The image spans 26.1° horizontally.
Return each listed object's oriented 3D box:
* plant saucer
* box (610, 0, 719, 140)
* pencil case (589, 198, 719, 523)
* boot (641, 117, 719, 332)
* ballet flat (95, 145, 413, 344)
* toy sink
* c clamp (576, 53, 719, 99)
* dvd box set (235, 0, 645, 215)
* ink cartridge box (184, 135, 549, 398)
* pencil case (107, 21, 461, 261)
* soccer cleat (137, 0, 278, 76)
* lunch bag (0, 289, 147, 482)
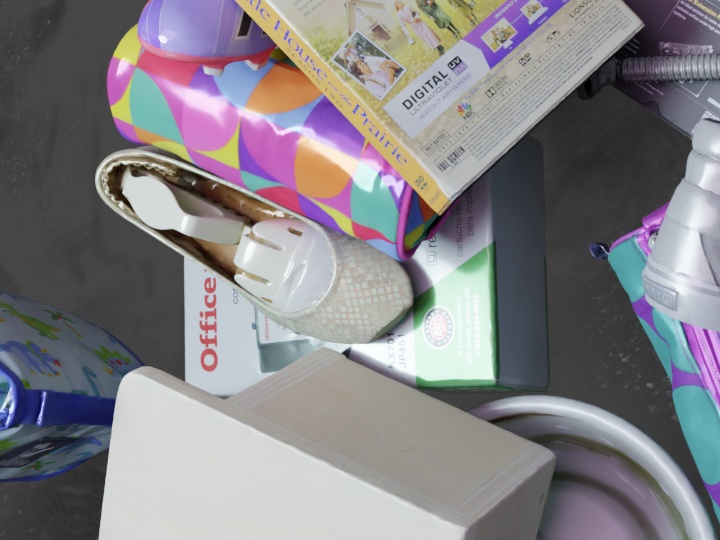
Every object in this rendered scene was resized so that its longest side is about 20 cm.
[{"bbox_3d":[0.103,0.167,0.838,0.200,0.050,0.200,-2,85,28],"label":"plant saucer"},{"bbox_3d":[0.202,-0.145,0.815,0.200,0.050,0.158,38,102,25],"label":"box"},{"bbox_3d":[0.191,0.059,0.776,0.085,0.092,0.200,-30,71,32],"label":"pencil case"},{"bbox_3d":[0.227,-0.016,0.710,0.074,0.200,0.096,40,120,57],"label":"boot"},{"bbox_3d":[-0.065,-0.013,0.841,0.200,0.062,0.067,26,102,28],"label":"ballet flat"},{"bbox_3d":[-0.019,0.125,0.799,0.200,0.112,0.130,21,115,25],"label":"toy sink"},{"bbox_3d":[0.180,-0.126,0.780,0.200,0.027,0.171,8,89,27],"label":"c clamp"},{"bbox_3d":[0.021,-0.145,0.754,0.200,0.029,0.146,46,68,2],"label":"dvd box set"},{"bbox_3d":[0.000,0.000,0.888,0.200,0.083,0.147,-5,83,28],"label":"ink cartridge box"},{"bbox_3d":[-0.038,-0.075,0.817,0.200,0.088,0.088,25,97,24],"label":"pencil case"},{"bbox_3d":[-0.041,-0.159,0.799,0.067,0.200,0.076,28,127,27],"label":"soccer cleat"},{"bbox_3d":[-0.238,0.069,0.958,0.200,0.170,0.127,7,89,26],"label":"lunch bag"}]
